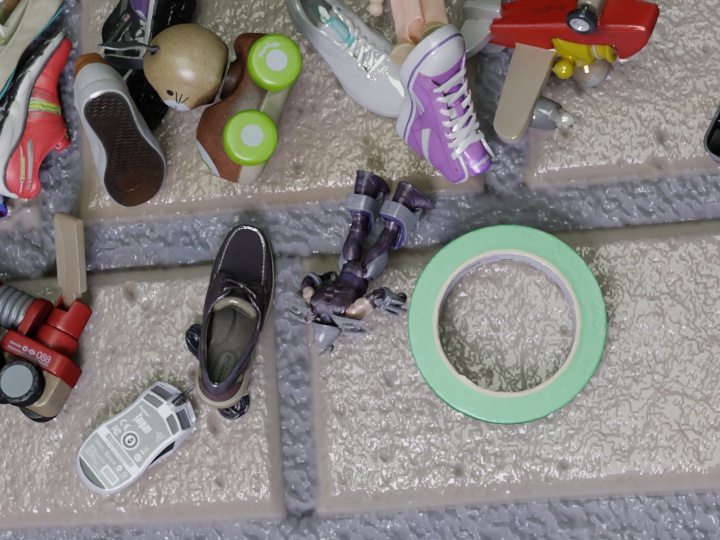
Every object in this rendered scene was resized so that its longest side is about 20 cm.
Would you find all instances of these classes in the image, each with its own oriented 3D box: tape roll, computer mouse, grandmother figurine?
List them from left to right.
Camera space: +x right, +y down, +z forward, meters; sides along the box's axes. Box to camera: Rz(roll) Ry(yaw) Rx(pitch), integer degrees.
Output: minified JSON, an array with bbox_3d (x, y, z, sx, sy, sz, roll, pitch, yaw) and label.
[{"bbox_3d":[-0.215,0.157,1.542,0.200,0.044,0.110,-39,81,-3],"label":"computer mouse"},{"bbox_3d":[0.053,-0.316,1.532,0.121,0.061,0.200,-23,59,18],"label":"grandmother figurine"},{"bbox_3d":[0.148,0.055,1.474,0.200,0.048,0.201,-1,82,4],"label":"tape roll"}]

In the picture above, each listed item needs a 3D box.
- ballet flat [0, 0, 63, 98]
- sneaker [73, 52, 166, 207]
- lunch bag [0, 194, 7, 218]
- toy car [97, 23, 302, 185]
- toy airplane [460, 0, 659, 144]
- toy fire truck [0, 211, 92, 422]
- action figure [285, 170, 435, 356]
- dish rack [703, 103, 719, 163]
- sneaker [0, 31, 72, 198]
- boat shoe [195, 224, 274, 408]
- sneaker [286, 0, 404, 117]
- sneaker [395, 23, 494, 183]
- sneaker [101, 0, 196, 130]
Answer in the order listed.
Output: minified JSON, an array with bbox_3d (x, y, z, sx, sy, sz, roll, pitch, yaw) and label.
[{"bbox_3d":[-0.399,-0.252,1.595,0.069,0.070,0.200,18,60,13],"label":"ballet flat"},{"bbox_3d":[-0.255,-0.151,1.533,0.073,0.200,0.085,-19,56,-9],"label":"sneaker"},{"bbox_3d":[-0.502,-0.117,1.602,0.199,0.124,0.171,-13,78,-8],"label":"lunch bag"},{"bbox_3d":[-0.174,-0.188,1.496,0.199,0.164,0.158,18,84,-6],"label":"toy car"},{"bbox_3d":[0.198,-0.236,1.489,0.200,0.141,0.199,-39,39,13],"label":"toy airplane"},{"bbox_3d":[-0.367,0.035,1.558,0.176,0.129,0.200,24,75,14],"label":"toy fire truck"},{"bbox_3d":[0.000,0.000,1.500,0.130,0.069,0.200,17,74,31],"label":"action figure"},{"bbox_3d":[0.460,-0.140,1.452,0.200,0.055,0.154,27,88,13],"label":"dish rack"},{"bbox_3d":[-0.356,-0.168,1.610,0.085,0.077,0.201,28,67,-27],"label":"sneaker"},{"bbox_3d":[-0.129,0.041,1.513,0.072,0.065,0.201,14,70,-5],"label":"boat shoe"},{"bbox_3d":[-0.012,-0.240,1.540,0.200,0.088,0.075,43,89,14],"label":"sneaker"},{"bbox_3d":[0.098,-0.158,1.453,0.073,0.201,0.114,-36,71,-14],"label":"sneaker"},{"bbox_3d":[-0.250,-0.237,1.606,0.087,0.076,0.201,19,88,37],"label":"sneaker"}]
